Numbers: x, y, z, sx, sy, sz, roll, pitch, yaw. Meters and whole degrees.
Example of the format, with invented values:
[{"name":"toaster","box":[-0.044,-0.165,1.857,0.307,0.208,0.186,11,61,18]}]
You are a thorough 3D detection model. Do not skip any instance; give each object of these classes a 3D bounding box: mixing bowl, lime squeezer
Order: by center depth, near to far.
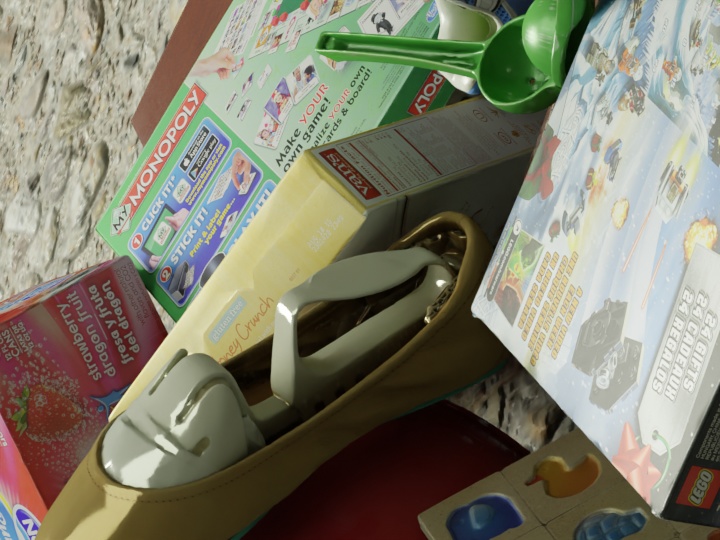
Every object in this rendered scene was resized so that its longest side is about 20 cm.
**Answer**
[{"name":"lime squeezer","box":[0.052,-0.086,0.815,0.038,0.071,0.200,-53,12,-17]},{"name":"mixing bowl","box":[0.014,0.114,0.902,0.200,0.200,0.109,-6,45,58]}]

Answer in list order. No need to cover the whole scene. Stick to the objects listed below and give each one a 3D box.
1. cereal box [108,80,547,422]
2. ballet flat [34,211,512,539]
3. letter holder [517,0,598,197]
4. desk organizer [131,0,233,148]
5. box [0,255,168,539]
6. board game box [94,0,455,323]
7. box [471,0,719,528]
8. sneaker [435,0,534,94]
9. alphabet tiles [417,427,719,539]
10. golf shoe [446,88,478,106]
[{"name":"cereal box","box":[0.000,0.000,0.952,0.040,0.200,0.144,44,119,13]},{"name":"ballet flat","box":[-0.034,0.040,0.822,0.069,0.199,0.063,35,148,45]},{"name":"letter holder","box":[0.148,-0.015,0.800,0.200,0.100,0.143,37,110,58]},{"name":"desk organizer","box":[-0.038,-0.130,1.185,0.201,0.071,0.077,-62,30,20]},{"name":"box","box":[-0.119,0.106,1.090,0.099,0.095,0.201,-15,103,55]},{"name":"board game box","box":[-0.031,-0.066,1.058,0.201,0.029,0.135,-57,41,12]},{"name":"box","box":[0.112,-0.042,0.733,0.137,0.040,0.201,50,123,55]},{"name":"sneaker","box":[0.042,-0.147,0.913,0.077,0.201,0.076,-41,44,-14]},{"name":"alphabet tiles","box":[0.109,0.095,0.762,0.199,0.008,0.167,-28,38,-9]},{"name":"golf shoe","box":[-0.017,-0.048,1.111,0.201,0.077,0.088,-57,40,27]}]
